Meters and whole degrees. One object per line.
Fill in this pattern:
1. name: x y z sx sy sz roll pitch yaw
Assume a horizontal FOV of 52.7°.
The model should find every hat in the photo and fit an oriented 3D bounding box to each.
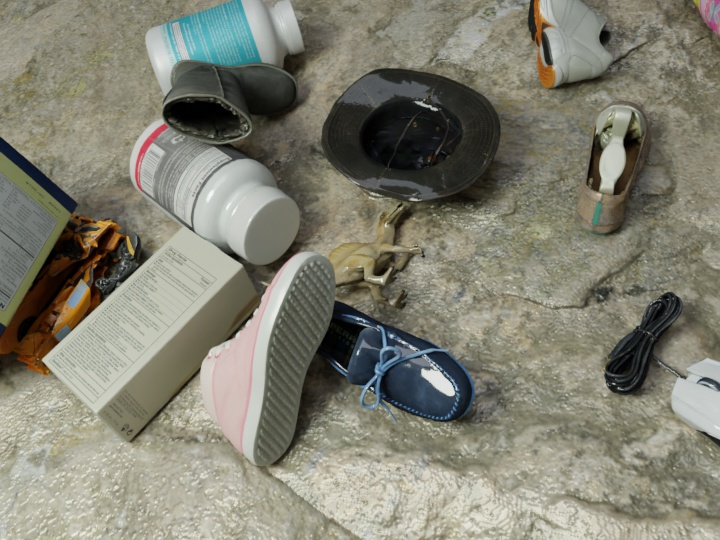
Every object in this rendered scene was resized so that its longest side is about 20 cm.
1. hat: 0.057 -0.139 0.831 0.197 0.081 0.203 -3 61 5

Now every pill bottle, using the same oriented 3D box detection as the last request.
1. pill bottle: -0.163 -0.088 0.822 0.199 0.111 0.111 34 67 31
2. pill bottle: -0.179 -0.300 0.981 0.197 0.111 0.112 -19 52 -1

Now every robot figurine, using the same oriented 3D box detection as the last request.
1. robot figurine: -0.337 0.014 0.819 0.143 0.058 0.202 12 58 23

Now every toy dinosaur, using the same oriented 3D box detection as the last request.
1. toy dinosaur: 0.000 0.000 0.756 0.100 0.059 0.199 25 45 34

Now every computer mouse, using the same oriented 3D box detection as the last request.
1. computer mouse: 0.308 0.106 0.614 0.109 0.044 0.199 -40 56 -18

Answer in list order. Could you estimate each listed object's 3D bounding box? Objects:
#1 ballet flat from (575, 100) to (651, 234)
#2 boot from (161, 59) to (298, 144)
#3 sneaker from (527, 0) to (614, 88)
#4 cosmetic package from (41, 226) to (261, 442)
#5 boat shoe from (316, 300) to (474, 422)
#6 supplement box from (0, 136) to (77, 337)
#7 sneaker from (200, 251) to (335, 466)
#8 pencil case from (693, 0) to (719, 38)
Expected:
1. ballet flat: 0.277 -0.131 0.780 0.067 0.068 0.202 8 56 18
2. boot: -0.146 -0.202 0.859 0.179 0.074 0.200 -2 21 -16
3. sneaker: 0.267 -0.312 0.922 0.091 0.076 0.202 -2 61 2
4. cosmetic package: -0.209 0.061 0.748 0.105 0.071 0.200 31 66 31
5. boat shoe: 0.008 0.087 0.672 0.198 0.068 0.085 19 96 35
6. supplement box: -0.440 -0.010 0.755 0.198 0.134 0.201 -23 38 30
7. sneaker: -0.094 0.067 0.669 0.104 0.075 0.203 27 107 38
8. pencil case: 0.465 -0.303 0.857 0.086 0.088 0.202 -17 53 0
